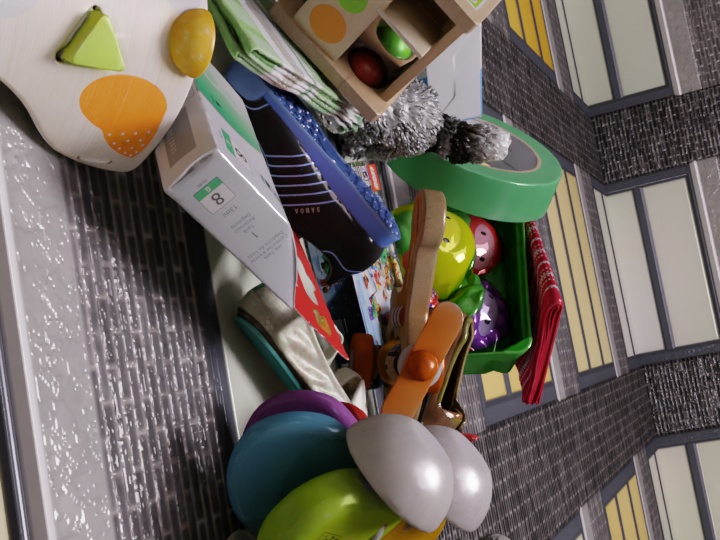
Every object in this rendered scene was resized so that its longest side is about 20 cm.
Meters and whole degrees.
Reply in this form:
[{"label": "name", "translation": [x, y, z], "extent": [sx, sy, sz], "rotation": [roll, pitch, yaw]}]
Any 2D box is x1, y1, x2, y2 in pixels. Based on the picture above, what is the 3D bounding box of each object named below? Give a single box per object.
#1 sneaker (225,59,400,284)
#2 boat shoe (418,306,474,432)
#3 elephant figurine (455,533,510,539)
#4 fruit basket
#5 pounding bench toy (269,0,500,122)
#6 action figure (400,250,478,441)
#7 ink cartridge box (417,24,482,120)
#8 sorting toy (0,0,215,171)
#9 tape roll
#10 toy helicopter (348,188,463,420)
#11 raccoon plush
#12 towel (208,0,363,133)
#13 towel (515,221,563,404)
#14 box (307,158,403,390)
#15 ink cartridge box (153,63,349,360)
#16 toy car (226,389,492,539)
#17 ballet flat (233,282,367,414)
[{"label": "sneaker", "translation": [-0.055, -0.079, 0.875], "extent": [0.201, 0.078, 0.070], "rotation": [51, 14, -5]}, {"label": "boat shoe", "translation": [0.060, 0.133, 0.971], "extent": [0.072, 0.067, 0.203], "rotation": [-12, 109, -71]}, {"label": "elephant figurine", "translation": [0.100, 0.355, 0.980], "extent": [0.201, 0.154, 0.142], "rotation": [-57, 174, -48]}, {"label": "fruit basket", "translation": [0.103, -0.004, 1.149], "extent": [0.216, 0.153, 0.219], "rotation": [-3, 90, -84]}, {"label": "pounding bench toy", "translation": [0.044, -0.246, 0.895], "extent": [0.124, 0.156, 0.200], "rotation": [45, 46, -8]}, {"label": "action figure", "translation": [0.074, 0.078, 1.039], "extent": [0.065, 0.051, 0.203], "rotation": [-33, 107, -65]}, {"label": "ink cartridge box", "translation": [0.071, -0.262, 1.201], "extent": [0.201, 0.067, 0.116], "rotation": [-115, -165, -50]}, {"label": "sorting toy", "translation": [-0.182, -0.178, 0.598], "extent": [0.179, 0.106, 0.203], "rotation": [8, 70, -47]}, {"label": "tape roll", "translation": [0.124, -0.124, 1.189], "extent": [0.201, 0.198, 0.049], "rotation": [-57, 168, -62]}, {"label": "toy helicopter", "translation": [0.042, 0.036, 0.853], "extent": [0.133, 0.078, 0.203], "rotation": [-100, -163, -66]}, {"label": "raccoon plush", "translation": [0.045, -0.160, 1.019], "extent": [0.134, 0.197, 0.098], "rotation": [21, 71, -80]}, {"label": "towel", "translation": [-0.080, -0.191, 0.868], "extent": [0.150, 0.031, 0.199], "rotation": [55, 15, 22]}, {"label": "towel", "translation": [0.184, 0.033, 1.192], "extent": [0.201, 0.022, 0.146], "rotation": [-97, -169, -55]}, {"label": "box", "translation": [0.000, 0.000, 1.005], "extent": [0.136, 0.037, 0.203], "rotation": [-24, 101, -69]}, {"label": "ink cartridge box", "translation": [-0.067, -0.051, 0.739], "extent": [0.200, 0.050, 0.162], "rotation": [44, 14, -39]}, {"label": "toy car", "translation": [-0.019, 0.151, 0.735], "extent": [0.150, 0.175, 0.200], "rotation": [52, 11, 25]}, {"label": "ballet flat", "translation": [-0.027, 0.085, 0.832], "extent": [0.062, 0.067, 0.201], "rotation": [-42, 127, -20]}]
